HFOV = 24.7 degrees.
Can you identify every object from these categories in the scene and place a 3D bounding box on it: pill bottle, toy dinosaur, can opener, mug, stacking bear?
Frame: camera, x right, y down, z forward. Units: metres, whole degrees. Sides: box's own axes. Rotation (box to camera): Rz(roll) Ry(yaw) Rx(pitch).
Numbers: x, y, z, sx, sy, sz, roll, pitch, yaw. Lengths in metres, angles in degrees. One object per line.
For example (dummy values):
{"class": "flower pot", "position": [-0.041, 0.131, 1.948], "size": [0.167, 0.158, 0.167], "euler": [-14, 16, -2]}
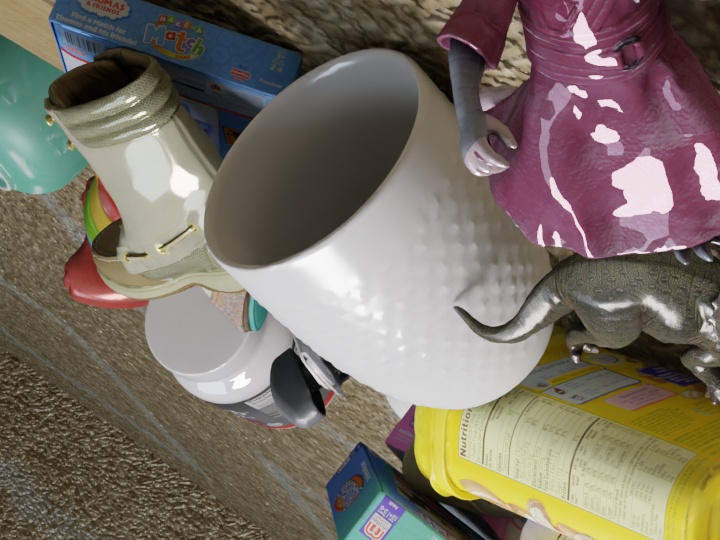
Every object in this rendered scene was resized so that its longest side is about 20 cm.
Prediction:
{"class": "pill bottle", "position": [-0.097, 0.061, 1.383], "size": [0.116, 0.116, 0.200], "euler": [31, 177, 24]}
{"class": "toy dinosaur", "position": [0.144, 0.013, 0.799], "size": [0.199, 0.077, 0.102], "euler": [16, 155, 20]}
{"class": "can opener", "position": [-0.053, 0.037, 1.255], "size": [0.053, 0.066, 0.200], "euler": [49, -167, -32]}
{"class": "mug", "position": [-0.284, -0.144, 1.292], "size": [0.185, 0.115, 0.152], "euler": [43, 165, -20]}
{"class": "stacking bear", "position": [-0.171, -0.056, 1.311], "size": [0.113, 0.122, 0.200], "euler": [12, 157, -6]}
{"class": "mug", "position": [0.015, -0.020, 0.923], "size": [0.175, 0.148, 0.200], "euler": [45, -177, -34]}

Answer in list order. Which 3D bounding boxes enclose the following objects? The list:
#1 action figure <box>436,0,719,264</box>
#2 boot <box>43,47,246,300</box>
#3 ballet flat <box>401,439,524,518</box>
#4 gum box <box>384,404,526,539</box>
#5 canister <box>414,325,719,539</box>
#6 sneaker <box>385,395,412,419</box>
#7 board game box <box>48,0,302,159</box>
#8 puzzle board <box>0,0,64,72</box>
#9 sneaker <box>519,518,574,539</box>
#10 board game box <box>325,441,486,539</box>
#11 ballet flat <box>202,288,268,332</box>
{"class": "action figure", "position": [0.097, -0.097, 0.632], "size": [0.150, 0.133, 0.201], "euler": [-96, -9, -46]}
{"class": "boot", "position": [-0.139, -0.058, 1.009], "size": [0.199, 0.072, 0.155], "euler": [-1, 133, 54]}
{"class": "ballet flat", "position": [0.129, 0.134, 1.079], "size": [0.198, 0.070, 0.069], "euler": [1, 172, -14]}
{"class": "gum box", "position": [0.118, 0.144, 1.194], "size": [0.066, 0.114, 0.200], "euler": [22, 157, 48]}
{"class": "canister", "position": [0.150, 0.104, 0.947], "size": [0.199, 0.148, 0.087], "euler": [18, 114, 46]}
{"class": "sneaker", "position": [0.105, 0.132, 1.292], "size": [0.200, 0.075, 0.089], "euler": [39, 154, 4]}
{"class": "board game box", "position": [-0.114, -0.109, 1.064], "size": [0.150, 0.037, 0.200], "euler": [19, 163, 2]}
{"class": "puzzle board", "position": [-0.191, -0.155, 1.138], "size": [0.200, 0.017, 0.150], "euler": [30, 169, -41]}
{"class": "sneaker", "position": [0.189, 0.167, 1.004], "size": [0.081, 0.199, 0.076], "euler": [2, 100, 50]}
{"class": "board game box", "position": [0.052, 0.187, 1.067], "size": [0.152, 0.045, 0.200], "euler": [39, 179, -4]}
{"class": "ballet flat", "position": [-0.090, -0.018, 1.164], "size": [0.067, 0.068, 0.200], "euler": [22, 154, 4]}
